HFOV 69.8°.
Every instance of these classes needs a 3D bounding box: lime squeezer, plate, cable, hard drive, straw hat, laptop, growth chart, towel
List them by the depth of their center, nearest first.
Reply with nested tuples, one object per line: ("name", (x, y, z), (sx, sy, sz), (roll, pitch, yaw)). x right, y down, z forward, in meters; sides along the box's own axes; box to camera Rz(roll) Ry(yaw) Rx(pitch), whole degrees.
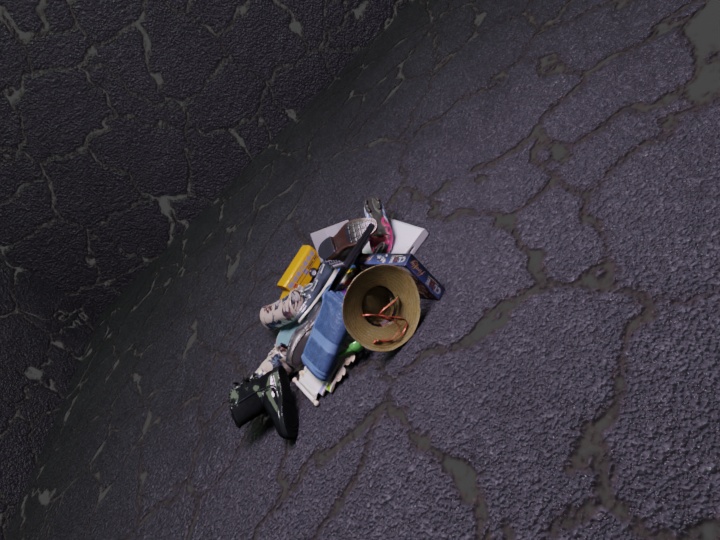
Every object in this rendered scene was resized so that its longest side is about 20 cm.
("straw hat", (0.037, 0.077, 1.175), (0.202, 0.201, 0.085), (-50, 22, -2))
("lime squeezer", (-0.008, 0.147, 1.231), (0.071, 0.037, 0.203), (43, 114, 54))
("towel", (-0.080, 0.156, 1.252), (0.111, 0.048, 0.203), (35, 106, 50))
("growth chart", (-0.085, 0.237, 1.292), (0.201, 0.018, 0.144), (-54, 42, 3))
("cable", (0.000, 0.000, 1.382), (0.200, 0.050, 0.098), (-49, 16, 41))
("hard drive", (0.092, -0.076, 1.446), (0.133, 0.026, 0.199), (-52, 30, -6))
("plate", (-0.175, 0.151, 1.521), (0.200, 0.026, 0.201), (-43, 20, 19))
("laptop", (-0.093, -0.024, 1.551), (0.186, 0.203, 0.115), (-14, 10, 44))

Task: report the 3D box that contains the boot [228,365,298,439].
("boot", (-0.248, 0.349, 1.296), (0.161, 0.073, 0.201), (-26, 59, 14))

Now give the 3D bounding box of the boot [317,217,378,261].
("boot", (-0.016, -0.082, 1.421), (0.198, 0.096, 0.076), (-25, 66, 29))

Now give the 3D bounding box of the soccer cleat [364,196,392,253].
("soccer cleat", (0.056, -0.115, 1.458), (0.069, 0.087, 0.203), (-13, 61, 7))

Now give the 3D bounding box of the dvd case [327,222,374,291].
("dvd case", (-0.029, -0.020, 1.307), (0.144, 0.017, 0.200), (-58, 0, -29))

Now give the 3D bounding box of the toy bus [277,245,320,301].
("toy bus", (-0.203, 0.022, 1.675), (0.065, 0.078, 0.202), (6, 60, 55))

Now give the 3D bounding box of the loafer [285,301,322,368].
("loafer", (-0.127, 0.170, 1.362), (0.072, 0.073, 0.202), (0, 55, 53))

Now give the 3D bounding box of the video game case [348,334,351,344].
("video game case", (-0.056, 0.160, 1.373), (0.199, 0.024, 0.183), (-37, 32, 22))

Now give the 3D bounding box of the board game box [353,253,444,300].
("board game box", (0.089, 0.012, 1.237), (0.199, 0.135, 0.035), (2, 56, 55))

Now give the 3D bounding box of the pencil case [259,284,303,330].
("pencil case", (-0.227, 0.116, 1.541), (0.199, 0.077, 0.091), (-28, 38, 46))

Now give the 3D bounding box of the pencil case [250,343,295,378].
("pencil case", (-0.261, 0.295, 1.412), (0.200, 0.089, 0.078), (-47, 15, 5))

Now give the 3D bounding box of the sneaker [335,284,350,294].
("sneaker", (0.002, 0.097, 1.286), (0.198, 0.080, 0.089), (13, 70, 41))

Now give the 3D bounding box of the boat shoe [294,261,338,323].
("boat shoe", (-0.134, 0.058, 1.451), (0.201, 0.061, 0.075), (-57, 3, -25))
